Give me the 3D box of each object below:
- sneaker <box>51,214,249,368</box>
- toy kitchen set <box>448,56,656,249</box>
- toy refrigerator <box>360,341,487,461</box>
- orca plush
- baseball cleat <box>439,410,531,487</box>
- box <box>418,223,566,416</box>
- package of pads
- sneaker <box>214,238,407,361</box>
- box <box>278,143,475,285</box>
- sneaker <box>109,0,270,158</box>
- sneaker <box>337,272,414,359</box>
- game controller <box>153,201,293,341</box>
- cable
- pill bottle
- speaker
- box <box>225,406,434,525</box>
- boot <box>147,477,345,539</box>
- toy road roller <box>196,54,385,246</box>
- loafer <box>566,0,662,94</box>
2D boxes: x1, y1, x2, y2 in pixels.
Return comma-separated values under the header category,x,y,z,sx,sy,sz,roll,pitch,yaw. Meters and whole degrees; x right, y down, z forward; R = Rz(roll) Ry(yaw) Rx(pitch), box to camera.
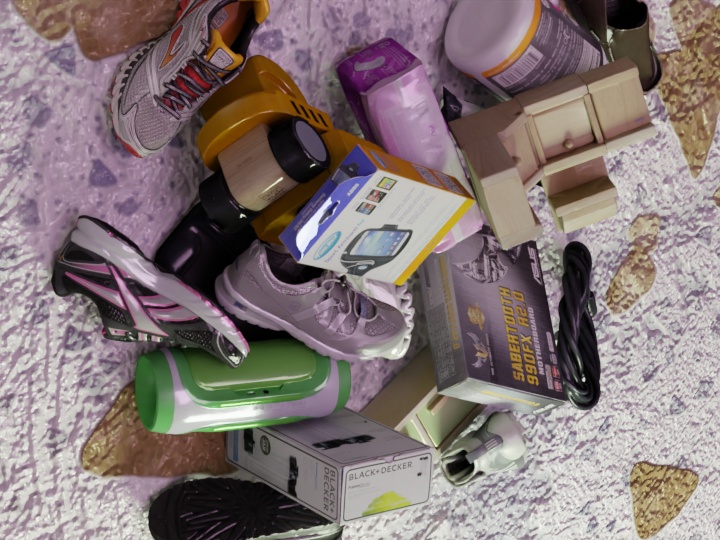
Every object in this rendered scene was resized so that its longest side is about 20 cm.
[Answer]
category,x,y,z,sx,sy,sz,roll,pitch,yaw
sneaker,-0.198,0.036,1.427,0.200,0.080,0.086,36,91,-8
toy kitchen set,0.219,-0.087,1.559,0.200,0.181,0.163,-20,114,2
toy refrigerator,0.068,0.157,1.682,0.200,0.070,0.076,-43,124,-22
orca plush,0.152,-0.124,1.684,0.200,0.105,0.071,14,123,-43
baseball cleat,0.136,0.200,1.715,0.106,0.070,0.200,-29,165,-3
box,0.139,0.047,1.661,0.158,0.048,0.200,17,55,-40
package of pads,0.050,-0.127,1.561,0.076,0.121,0.200,-27,118,-6
sneaker,-0.036,0.028,1.481,0.200,0.075,0.082,17,130,-26
box,0.012,-0.051,1.443,0.119,0.042,0.200,-49,148,18
sneaker,-0.157,-0.191,1.412,0.078,0.082,0.200,40,76,-37
sneaker,0.000,0.000,1.594,0.081,0.075,0.200,-19,102,-24
game controller,-0.118,0.019,1.528,0.104,0.042,0.200,-45,125,-4
cable,0.251,0.063,1.752,0.200,0.051,0.164,-72,161,-55
pill bottle,0.193,-0.224,1.663,0.200,0.116,0.117,29,82,-40
speaker,-0.113,0.110,1.496,0.200,0.088,0.089,-4,103,-25
box,-0.034,0.182,1.522,0.116,0.200,0.060,-7,106,-38
boot,-0.112,0.288,1.566,0.211,0.080,0.158,1,136,-9
toy road roller,-0.071,-0.116,1.465,0.200,0.123,0.146,19,44,-55
loafer,0.298,-0.273,1.762,0.073,0.071,0.200,-52,126,-17
